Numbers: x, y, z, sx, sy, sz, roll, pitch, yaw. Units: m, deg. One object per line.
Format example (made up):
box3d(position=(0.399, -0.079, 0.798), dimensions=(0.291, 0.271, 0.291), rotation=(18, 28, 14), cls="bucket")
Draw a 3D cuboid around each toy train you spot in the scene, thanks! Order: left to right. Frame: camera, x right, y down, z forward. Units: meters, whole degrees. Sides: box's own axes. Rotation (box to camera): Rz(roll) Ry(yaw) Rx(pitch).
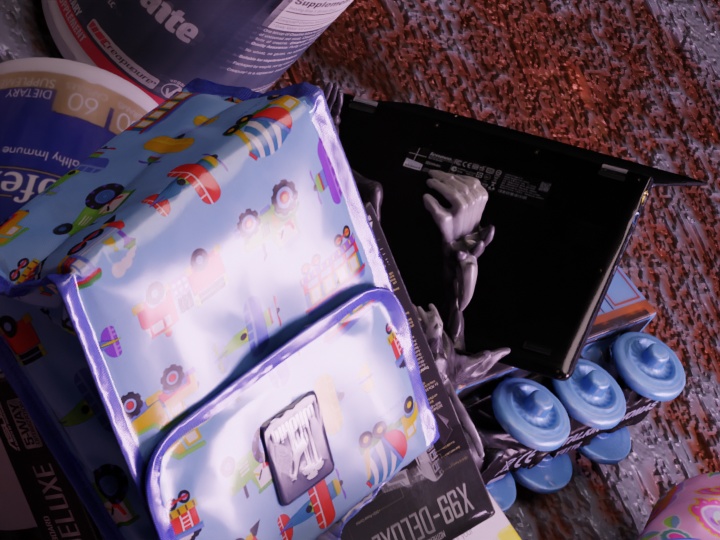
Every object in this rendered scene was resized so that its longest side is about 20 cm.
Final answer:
box3d(position=(0.088, 0.057, 1.574), dimensions=(0.200, 0.087, 0.114), rotation=(-18, 62, -47), cls="toy train")

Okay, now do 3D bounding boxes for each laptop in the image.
box3d(position=(0.067, -0.022, 1.592), dimensions=(0.186, 0.116, 0.201), rotation=(16, 63, 19), cls="laptop")

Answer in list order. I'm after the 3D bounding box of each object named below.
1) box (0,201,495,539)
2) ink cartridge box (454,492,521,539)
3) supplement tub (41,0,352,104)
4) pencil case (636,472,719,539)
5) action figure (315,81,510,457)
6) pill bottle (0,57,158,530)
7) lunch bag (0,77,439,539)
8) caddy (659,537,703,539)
box3d(position=(-0.050, 0.080, 1.291), dimensions=(0.200, 0.050, 0.158), rotation=(-28, 100, -34), cls="box")
box3d(position=(0.022, 0.178, 1.404), dimensions=(0.145, 0.083, 0.200), rotation=(-24, 76, -49), cls="ink cartridge box")
box3d(position=(-0.065, -0.178, 1.532), dimensions=(0.140, 0.200, 0.141), rotation=(24, 44, -26), cls="supplement tub")
box3d(position=(0.162, 0.178, 1.519), dimensions=(0.088, 0.087, 0.200), rotation=(48, 30, 1), cls="pencil case")
box3d(position=(0.000, 0.000, 1.409), dimensions=(0.118, 0.102, 0.200), rotation=(-20, 56, -25), cls="action figure")
box3d(position=(-0.156, 0.011, 1.346), dimensions=(0.115, 0.116, 0.201), rotation=(29, 52, -22), cls="pill bottle")
box3d(position=(-0.057, 0.044, 1.222), dimensions=(0.150, 0.094, 0.201), rotation=(-39, 118, -30), cls="lunch bag")
box3d(position=(0.078, 0.171, 1.286), dimensions=(0.199, 0.141, 0.105), rotation=(-2, 65, -42), cls="caddy")
